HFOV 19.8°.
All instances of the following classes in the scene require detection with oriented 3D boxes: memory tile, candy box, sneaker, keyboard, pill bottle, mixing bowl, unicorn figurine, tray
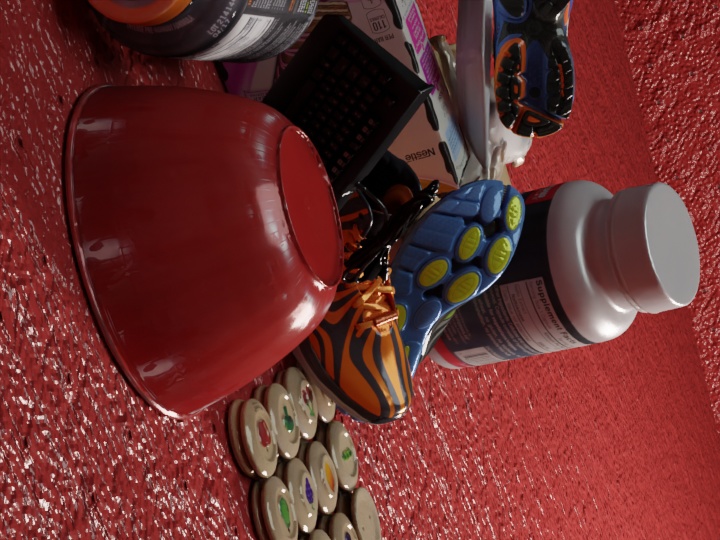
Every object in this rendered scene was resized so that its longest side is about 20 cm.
[{"bbox_3d":[-0.033,0.140,1.348,0.200,0.017,0.154,-33,108,-73],"label":"memory tile"},{"bbox_3d":[-0.021,-0.138,1.414,0.061,0.136,0.201,-68,140,-61],"label":"candy box"},{"bbox_3d":[0.125,-0.203,1.529,0.078,0.075,0.201,-101,-163,-70],"label":"sneaker"},{"bbox_3d":[0.041,0.014,1.457,0.071,0.200,0.083,32,15,-11],"label":"sneaker"},{"bbox_3d":[-0.014,-0.057,1.239,0.127,0.200,0.021,38,48,-1],"label":"keyboard"},{"bbox_3d":[-0.100,-0.179,1.237,0.200,0.106,0.107,-13,89,-74],"label":"pill bottle"},{"bbox_3d":[-0.076,-0.023,1.183,0.200,0.108,0.201,-14,90,-73],"label":"mixing bowl"},{"bbox_3d":[0.089,-0.116,1.592,0.200,0.074,0.138,-3,77,-55],"label":"unicorn figurine"},{"bbox_3d":[0.083,-0.177,1.487,0.201,0.022,0.108,-85,172,-45],"label":"tray"},{"bbox_3d":[0.000,0.000,1.359,0.077,0.112,0.201,-25,89,-43],"label":"sneaker"},{"bbox_3d":[0.139,-0.001,1.511,0.119,0.199,0.120,27,57,-51],"label":"pill bottle"}]

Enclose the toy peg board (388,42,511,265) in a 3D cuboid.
[{"bbox_3d":[0.031,-0.062,1.643,0.199,0.097,0.201,-26,101,-57],"label":"toy peg board"}]
